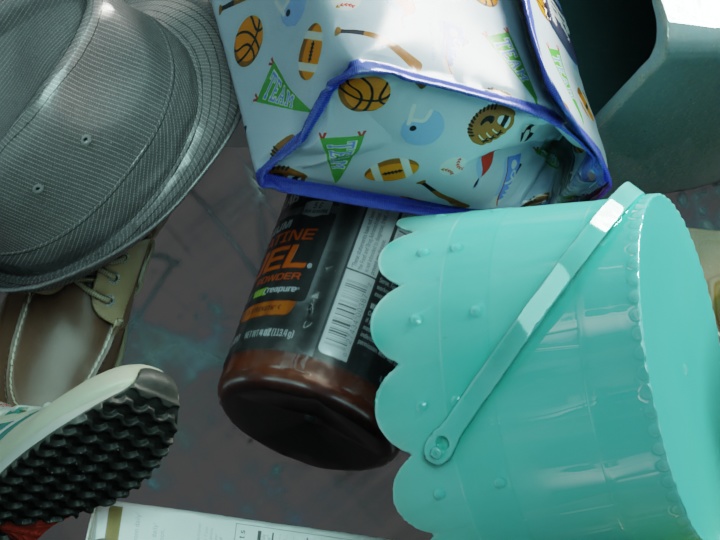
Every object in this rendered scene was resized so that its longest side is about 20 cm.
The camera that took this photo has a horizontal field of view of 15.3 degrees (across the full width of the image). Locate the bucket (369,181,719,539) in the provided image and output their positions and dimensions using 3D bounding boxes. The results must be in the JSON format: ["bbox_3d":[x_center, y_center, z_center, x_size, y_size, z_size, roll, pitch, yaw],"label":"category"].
[{"bbox_3d":[0.100,0.058,1.331,0.134,0.207,0.209,-10,65,18],"label":"bucket"}]

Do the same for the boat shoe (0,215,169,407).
[{"bbox_3d":[-0.150,-0.005,1.447,0.075,0.072,0.201,16,64,-2],"label":"boat shoe"}]

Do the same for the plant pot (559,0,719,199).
[{"bbox_3d":[0.200,-0.161,1.519,0.198,0.196,0.198,0,65,-22],"label":"plant pot"}]

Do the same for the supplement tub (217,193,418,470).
[{"bbox_3d":[0.000,0.000,1.453,0.106,0.107,0.201,20,64,-1],"label":"supplement tub"}]

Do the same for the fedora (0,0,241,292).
[{"bbox_3d":[-0.165,-0.087,1.401,0.200,0.090,0.177,-39,49,7],"label":"fedora"}]

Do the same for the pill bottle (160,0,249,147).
[{"bbox_3d":[-0.068,-0.177,1.517,0.110,0.111,0.202,3,65,-8],"label":"pill bottle"}]

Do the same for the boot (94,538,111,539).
[{"bbox_3d":[-0.213,0.161,1.301,0.131,0.200,0.068,50,24,1],"label":"boot"}]

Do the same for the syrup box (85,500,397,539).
[{"bbox_3d":[-0.049,0.178,1.378,0.198,0.079,0.082,8,65,-6],"label":"syrup box"}]

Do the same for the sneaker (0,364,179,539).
[{"bbox_3d":[-0.173,0.088,1.351,0.070,0.200,0.094,23,37,-40],"label":"sneaker"}]

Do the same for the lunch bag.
[{"bbox_3d":[0.036,-0.122,1.402,0.199,0.124,0.171,12,49,-34],"label":"lunch bag"}]

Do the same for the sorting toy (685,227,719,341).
[{"bbox_3d":[0.264,0.066,1.507,0.198,0.037,0.187,4,66,-8],"label":"sorting toy"}]
